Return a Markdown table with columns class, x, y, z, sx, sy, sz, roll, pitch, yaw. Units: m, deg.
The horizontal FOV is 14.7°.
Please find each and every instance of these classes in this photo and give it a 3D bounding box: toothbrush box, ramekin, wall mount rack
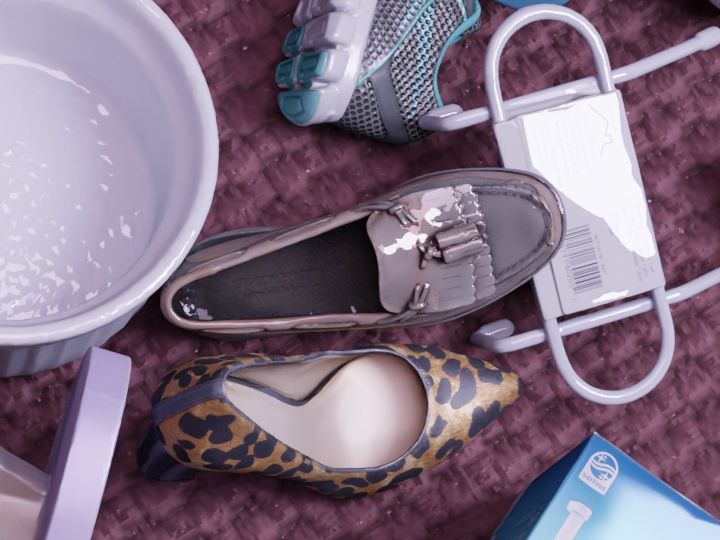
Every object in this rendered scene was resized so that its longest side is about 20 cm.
| class | x | y | z | sx | sy | sz | roll | pitch | yaw |
| --- | --- | --- | --- | --- | --- | --- | --- | --- | --- |
| toothbrush box | 0.072 | 0.191 | 1.296 | 0.085 | 0.146 | 0.200 | 36 | 70 | 0 |
| ramekin | -0.172 | -0.046 | 1.329 | 0.199 | 0.098 | 0.202 | 4 | 70 | -10 |
| wall mount rack | 0.127 | -0.041 | 1.395 | 0.173 | 0.075 | 0.201 | -16 | 98 | -12 |

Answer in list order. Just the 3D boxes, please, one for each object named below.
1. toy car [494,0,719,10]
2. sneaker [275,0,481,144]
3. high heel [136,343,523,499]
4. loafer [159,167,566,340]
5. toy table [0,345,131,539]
| class | x | y | z | sx | sy | sz | roll | pitch | yaw |
| --- | --- | --- | --- | --- | --- | --- | --- | --- | --- |
| toy car | 0.183 | -0.185 | 1.438 | 0.200 | 0.176 | 0.185 | 43 | 52 | -28 |
| sneaker | 0.024 | -0.153 | 1.428 | 0.091 | 0.077 | 0.201 | 23 | 76 | -22 |
| high heel | -0.004 | 0.063 | 1.316 | 0.199 | 0.143 | 0.072 | -10 | 77 | -14 |
| loafer | 0.000 | 0.000 | 1.336 | 0.199 | 0.063 | 0.072 | -12 | 96 | 13 |
| toy table | -0.185 | 0.118 | 1.256 | 0.116 | 0.184 | 0.201 | 15 | 99 | -9 |
